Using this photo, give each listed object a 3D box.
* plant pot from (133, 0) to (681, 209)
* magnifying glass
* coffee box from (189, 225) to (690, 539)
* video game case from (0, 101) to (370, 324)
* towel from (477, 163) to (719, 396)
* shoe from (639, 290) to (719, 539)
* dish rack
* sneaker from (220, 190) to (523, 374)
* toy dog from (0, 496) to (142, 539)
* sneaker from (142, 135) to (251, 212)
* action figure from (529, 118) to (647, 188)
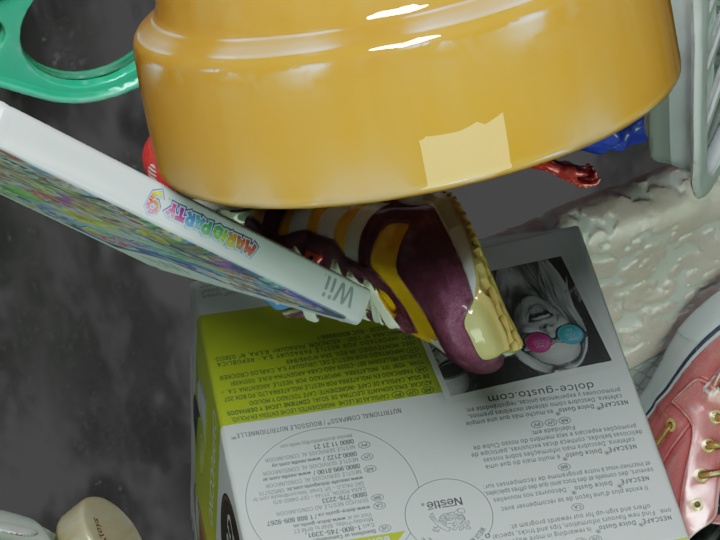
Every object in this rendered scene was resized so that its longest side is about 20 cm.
[{"bbox_3d":[0.004,-0.143,0.814,0.199,0.200,0.184,-17,110,-14],"label":"plant pot"},{"bbox_3d":[-0.162,-0.096,0.909,0.199,0.022,0.080,-7,137,-21],"label":"magnifying glass"},{"bbox_3d":[0.028,0.127,1.102,0.199,0.198,0.200,-7,138,-9],"label":"coffee box"},{"bbox_3d":[-0.109,-0.030,0.895,0.200,0.143,0.018,27,81,-43],"label":"video game case"},{"bbox_3d":[0.160,0.015,1.213,0.199,0.032,0.192,-22,141,-9],"label":"towel"},{"bbox_3d":[0.193,0.094,1.222,0.071,0.091,0.200,11,127,-41],"label":"shoe"},{"bbox_3d":[0.156,-0.150,0.942,0.201,0.043,0.172,-61,157,-30],"label":"dish rack"},{"bbox_3d":[0.000,0.000,0.970,0.090,0.200,0.075,-27,119,-5],"label":"sneaker"},{"bbox_3d":[-0.191,0.158,1.112,0.199,0.097,0.132,8,129,-36],"label":"toy dog"},{"bbox_3d":[-0.013,-0.099,0.967,0.199,0.077,0.085,-31,130,-7],"label":"sneaker"},{"bbox_3d":[0.106,-0.074,1.054,0.199,0.052,0.066,1,138,-38],"label":"action figure"}]
